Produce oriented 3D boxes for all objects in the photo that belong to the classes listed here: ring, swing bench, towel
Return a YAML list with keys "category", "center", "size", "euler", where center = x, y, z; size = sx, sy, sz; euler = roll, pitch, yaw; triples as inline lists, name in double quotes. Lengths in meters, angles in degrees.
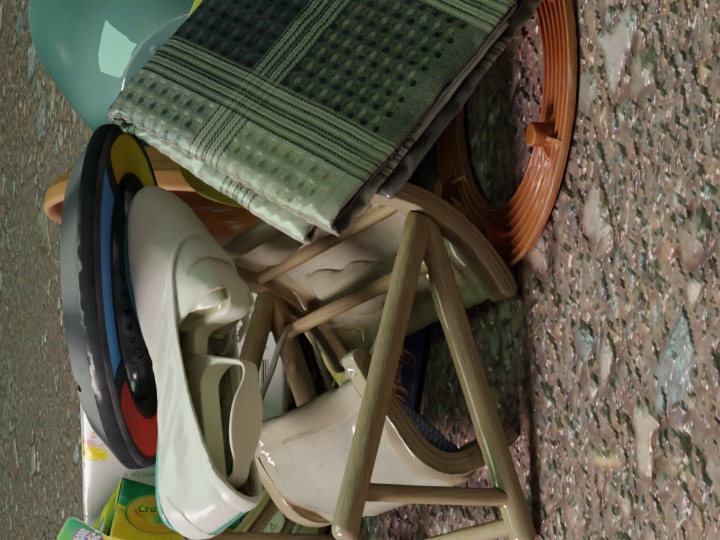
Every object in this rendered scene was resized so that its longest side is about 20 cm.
- category: "ring"
  center: [0.074, -0.101, 1.166]
  size: [0.200, 0.019, 0.202]
  euler: [-179, 90, -72]
- category: "swing bench"
  center: [-0.009, 0.068, 1.183]
  size: [0.199, 0.129, 0.201]
  euler: [-26, 63, 58]
- category: "towel"
  center: [-0.016, -0.116, 1.123]
  size: [0.200, 0.193, 0.035]
  euler: [29, 163, 41]

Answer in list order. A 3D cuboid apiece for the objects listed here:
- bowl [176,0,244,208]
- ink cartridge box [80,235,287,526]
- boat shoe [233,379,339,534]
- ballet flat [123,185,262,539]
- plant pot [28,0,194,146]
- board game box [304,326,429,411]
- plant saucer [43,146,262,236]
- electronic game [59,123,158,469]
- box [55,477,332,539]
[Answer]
- category: "bowl"
  center: [-0.016, -0.119, 1.267]
  size: [0.107, 0.200, 0.201]
  euler: [24, 119, 25]
- category: "ink cartridge box"
  center: [-0.126, 0.088, 1.504]
  size: [0.145, 0.146, 0.201]
  euler: [-102, 13, -74]
- category: "boat shoe"
  center: [-0.041, 0.136, 1.325]
  size: [0.200, 0.062, 0.074]
  euler: [-66, -5, -46]
- category: "ballet flat"
  center: [-0.083, 0.044, 1.137]
  size: [0.069, 0.069, 0.201]
  euler: [136, 129, -65]
- category: "plant pot"
  center: [-0.133, -0.165, 1.535]
  size: [0.161, 0.199, 0.202]
  euler: [-120, 36, -54]
- category: "board game box"
  center: [0.000, 0.000, 1.360]
  size: [0.200, 0.034, 0.136]
  euler: [-127, 42, -63]
- category: "plant saucer"
  center: [-0.127, -0.055, 1.493]
  size: [0.200, 0.199, 0.038]
  euler: [156, 117, -70]
- category: "electronic game"
  center: [-0.135, 0.015, 1.210]
  size: [0.200, 0.041, 0.202]
  euler: [-5, -90, -84]
- category: "box"
  center: [-0.107, 0.195, 1.405]
  size: [0.117, 0.199, 0.049]
  euler: [127, 154, -60]
